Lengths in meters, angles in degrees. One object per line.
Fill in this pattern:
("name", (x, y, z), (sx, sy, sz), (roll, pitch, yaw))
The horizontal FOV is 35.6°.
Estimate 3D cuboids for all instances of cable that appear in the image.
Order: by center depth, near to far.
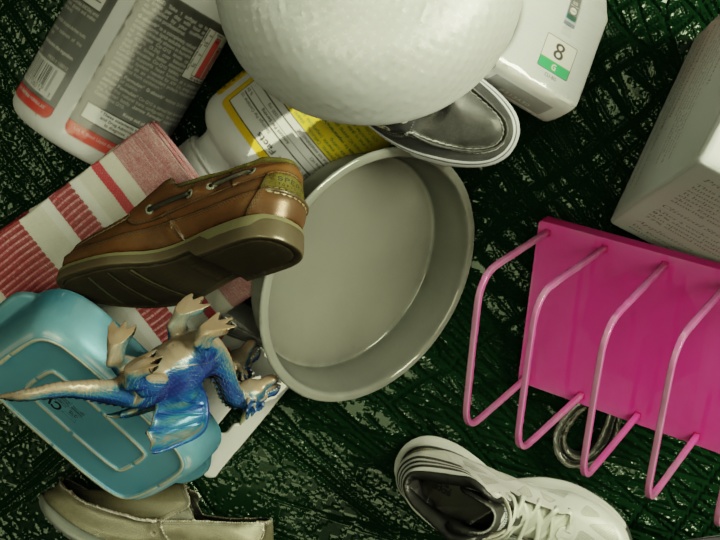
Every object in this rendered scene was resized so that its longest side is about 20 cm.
("cable", (0.220, 0.071, 0.868), (0.200, 0.050, 0.097), (-39, 95, 6))

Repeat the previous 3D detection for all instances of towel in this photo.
("towel", (-0.182, 0.001, 0.821), (0.200, 0.023, 0.144), (-32, 102, 17))

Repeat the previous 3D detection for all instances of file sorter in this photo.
("file sorter", (0.185, 0.068, 0.780), (0.200, 0.125, 0.139), (18, 118, 29))

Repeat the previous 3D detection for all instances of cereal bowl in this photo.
("cereal bowl", (0.005, -0.194, 0.680), (0.200, 0.083, 0.200), (0, 72, 0))

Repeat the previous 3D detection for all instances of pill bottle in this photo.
("pill bottle", (-0.163, -0.179, 0.838), (0.116, 0.116, 0.200), (33, 98, 0))
("pill bottle", (-0.041, -0.114, 0.838), (0.200, 0.112, 0.113), (-37, 92, 8))

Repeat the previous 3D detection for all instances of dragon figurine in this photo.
("dragon figurine", (-0.133, 0.082, 0.749), (0.059, 0.200, 0.100), (29, 131, 36))

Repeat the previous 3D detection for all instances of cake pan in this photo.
("cake pan", (0.000, 0.000, 0.826), (0.037, 0.200, 0.201), (31, 100, 43))

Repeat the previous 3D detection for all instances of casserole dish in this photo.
("casserole dish", (-0.194, 0.099, 0.820), (0.121, 0.039, 0.200), (-32, 111, 31))

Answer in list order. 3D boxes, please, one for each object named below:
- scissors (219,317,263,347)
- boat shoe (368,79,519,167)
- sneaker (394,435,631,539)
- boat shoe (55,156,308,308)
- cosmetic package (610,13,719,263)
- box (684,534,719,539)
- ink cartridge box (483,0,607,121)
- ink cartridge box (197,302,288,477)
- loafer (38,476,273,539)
("scissors", (-0.165, 0.020, 0.844), (0.200, 0.014, 0.073), (39, 97, -1))
("boat shoe", (0.015, -0.128, 0.741), (0.200, 0.066, 0.070), (31, 98, -1))
("sneaker", (0.117, 0.197, 0.858), (0.200, 0.115, 0.076), (21, 97, 1))
("boat shoe", (-0.119, -0.024, 0.760), (0.200, 0.072, 0.068), (-11, 62, 27))
("cosmetic package", (0.299, -0.084, 0.755), (0.167, 0.200, 0.167), (27, 82, 0))
("box", (0.192, 0.261, 0.871), (0.200, 0.035, 0.110), (-10, 135, 5))
("ink cartridge box", (0.108, -0.230, 0.788), (0.161, 0.050, 0.200), (26, 76, -18))
("ink cartridge box", (-0.154, 0.054, 0.886), (0.200, 0.068, 0.115), (40, 99, 0))
("loafer", (-0.159, 0.202, 0.909), (0.200, 0.075, 0.070), (19, 86, -3))
